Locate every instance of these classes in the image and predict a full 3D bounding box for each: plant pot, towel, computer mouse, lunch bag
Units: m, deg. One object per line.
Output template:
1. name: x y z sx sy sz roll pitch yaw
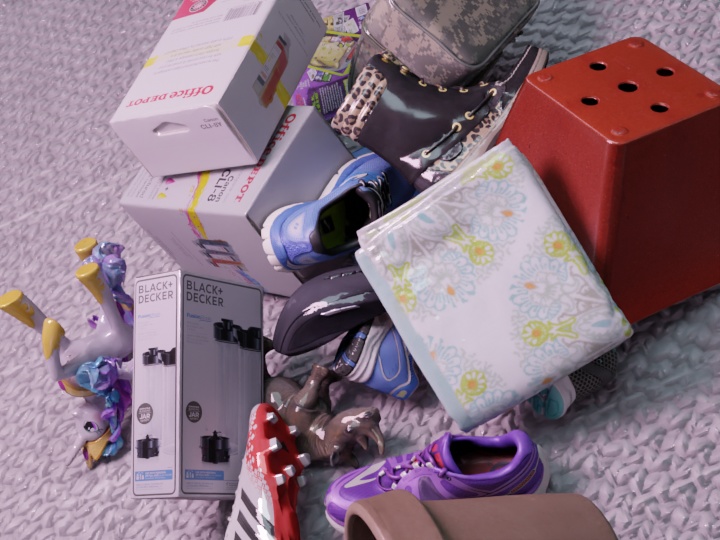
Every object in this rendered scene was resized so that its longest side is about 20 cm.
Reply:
1. plant pot: 0.100 0.243 0.943 0.174 0.201 0.201 -14 43 -14
2. towel: 0.108 0.013 1.104 0.171 0.048 0.200 -33 83 15
3. computer mouse: 0.000 0.000 1.215 0.199 0.046 0.141 -24 27 13
4. plant pot: 0.237 -0.093 1.175 0.199 0.177 0.200 -21 43 -22
5. lunch bag: 0.080 -0.250 1.411 0.139 0.168 0.200 41 49 -2

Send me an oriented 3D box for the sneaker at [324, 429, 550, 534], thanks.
1. sneaker: 0.060 0.172 1.114 0.199 0.084 0.081 -16 46 11

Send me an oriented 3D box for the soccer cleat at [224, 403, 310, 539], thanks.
1. soccer cleat: -0.087 0.212 1.131 0.085 0.069 0.201 -24 58 21

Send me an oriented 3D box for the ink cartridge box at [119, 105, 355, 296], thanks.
1. ink cartridge box: -0.112 -0.075 1.338 0.199 0.145 0.146 8 59 41

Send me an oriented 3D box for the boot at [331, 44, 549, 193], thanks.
1. boot: 0.080 -0.168 1.255 0.150 0.073 0.200 33 75 8

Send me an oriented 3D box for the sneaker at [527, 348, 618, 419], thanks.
1. sneaker: 0.167 0.050 1.198 0.091 0.078 0.200 -19 48 -13

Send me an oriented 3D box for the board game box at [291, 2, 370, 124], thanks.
1. board game box: -0.029 -0.241 1.565 0.120 0.032 0.200 -15 45 5

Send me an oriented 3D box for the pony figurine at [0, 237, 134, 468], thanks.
1. pony figurine: -0.249 0.074 1.287 0.166 0.201 0.193 11 39 39

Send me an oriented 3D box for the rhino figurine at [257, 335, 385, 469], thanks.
1. rhino figurine: -0.051 0.131 1.212 0.200 0.060 0.088 24 86 37

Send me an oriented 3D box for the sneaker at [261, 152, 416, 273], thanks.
1. sneaker: 0.001 -0.056 1.247 0.089 0.079 0.200 -2 27 46

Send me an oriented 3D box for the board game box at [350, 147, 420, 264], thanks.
1. board game box: 0.063 -0.096 1.387 0.199 0.037 0.152 -25 45 0

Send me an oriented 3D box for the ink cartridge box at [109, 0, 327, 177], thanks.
1. ink cartridge box: -0.140 -0.195 1.295 0.145 0.084 0.200 -5 46 34

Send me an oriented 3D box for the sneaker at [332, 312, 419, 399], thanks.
1. sneaker: 0.034 0.049 1.256 0.076 0.077 0.200 -50 11 42

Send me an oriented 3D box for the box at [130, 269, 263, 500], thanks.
1. box: -0.147 0.107 1.176 0.060 0.116 0.201 -10 74 36
